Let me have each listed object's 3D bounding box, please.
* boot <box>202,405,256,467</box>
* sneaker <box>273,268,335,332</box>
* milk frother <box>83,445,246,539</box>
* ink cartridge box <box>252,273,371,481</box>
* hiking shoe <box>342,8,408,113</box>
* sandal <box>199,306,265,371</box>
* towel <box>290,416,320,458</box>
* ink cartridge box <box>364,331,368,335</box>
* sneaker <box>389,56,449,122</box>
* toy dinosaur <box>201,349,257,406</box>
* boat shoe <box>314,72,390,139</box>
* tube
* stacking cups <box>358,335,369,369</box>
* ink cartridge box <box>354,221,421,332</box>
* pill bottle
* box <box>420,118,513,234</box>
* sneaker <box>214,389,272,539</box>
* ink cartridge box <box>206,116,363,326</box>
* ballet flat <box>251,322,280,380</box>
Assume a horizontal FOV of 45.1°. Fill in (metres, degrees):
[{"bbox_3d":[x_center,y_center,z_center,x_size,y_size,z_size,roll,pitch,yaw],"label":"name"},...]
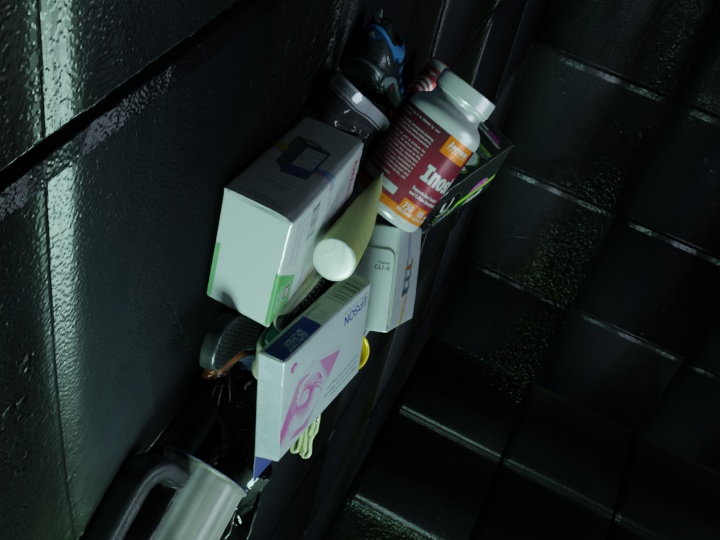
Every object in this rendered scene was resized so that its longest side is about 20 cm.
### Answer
[{"bbox_3d":[-0.193,0.306,1.249,0.156,0.072,0.202,-56,164,-44],"label":"boot"},{"bbox_3d":[-0.082,0.002,1.077,0.201,0.092,0.071,-58,165,-49],"label":"sneaker"},{"bbox_3d":[-0.189,0.314,0.953,0.190,0.197,0.181,-61,165,-23],"label":"milk frother"},{"bbox_3d":[-0.058,0.133,1.050,0.196,0.043,0.203,-43,146,-49],"label":"ink cartridge box"},{"bbox_3d":[0.038,-0.267,1.146,0.088,0.073,0.200,-65,170,1],"label":"hiking shoe"},{"bbox_3d":[-0.146,0.058,1.000,0.200,0.047,0.077,-29,137,-76],"label":"sandal"},{"bbox_3d":[-0.089,0.153,1.259,0.202,0.036,0.150,-111,-150,-46],"label":"towel"},{"bbox_3d":[-0.022,0.064,1.541,0.200,0.083,0.146,-50,160,-58],"label":"ink cartridge box"},{"bbox_3d":[0.084,-0.263,1.465,0.115,0.078,0.201,-41,161,-24],"label":"sneaker"},{"bbox_3d":[-0.151,0.107,1.125,0.182,0.103,0.204,67,14,-64],"label":"toy dinosaur"},{"bbox_3d":[-0.014,-0.192,1.096,0.066,0.070,0.200,-49,174,7],"label":"boat shoe"},{"bbox_3d":[-0.004,-0.052,1.030,0.057,0.052,0.200,-26,-165,23],"label":"tube"},{"bbox_3d":[-0.047,0.096,1.288,0.061,0.060,0.200,-65,-158,1],"label":"stacking cups"},{"bbox_3d":[0.000,0.000,1.265,0.200,0.142,0.148,-7,104,-76],"label":"ink cartridge box"},{"bbox_3d":[0.086,-0.162,1.156,0.201,0.112,0.113,-53,172,12],"label":"pill bottle"},{"bbox_3d":[0.131,-0.170,1.463,0.199,0.125,0.149,-34,166,-24],"label":"box"},{"bbox_3d":[-0.168,0.256,1.127,0.105,0.059,0.201,-55,-144,20],"label":"sneaker"},{"bbox_3d":[-0.081,-0.060,0.974,0.200,0.086,0.147,-52,163,-50],"label":"ink cartridge box"},{"bbox_3d":[-0.088,0.070,1.102,0.063,0.067,0.200,-60,175,34],"label":"ballet flat"}]
